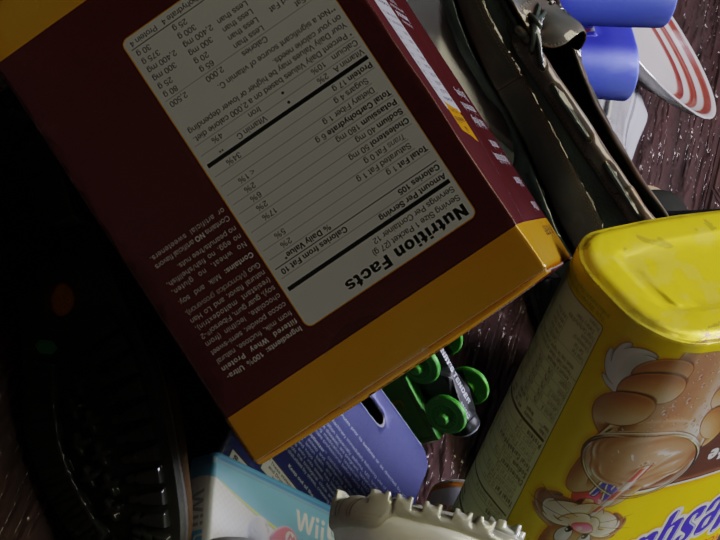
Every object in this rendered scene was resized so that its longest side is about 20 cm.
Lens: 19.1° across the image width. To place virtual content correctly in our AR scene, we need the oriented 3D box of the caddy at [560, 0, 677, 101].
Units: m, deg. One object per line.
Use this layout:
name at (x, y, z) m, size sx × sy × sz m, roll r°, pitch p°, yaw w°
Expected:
caddy at (0.112, -0.190, 1.226) m, size 0.105 × 0.142 × 0.200 m, roll 7°, pitch 53°, yaw -10°

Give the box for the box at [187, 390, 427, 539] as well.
box at (-0.034, 0.116, 0.965) m, size 0.121 × 0.032 × 0.200 m, roll 54°, pitch 38°, yaw -25°

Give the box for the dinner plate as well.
dinner plate at (0.166, -0.176, 1.404) m, size 0.200 × 0.024 × 0.200 m, roll 43°, pitch 25°, yaw -25°

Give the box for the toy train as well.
toy train at (0.000, 0.000, 1.060) m, size 0.200 × 0.056 × 0.042 m, roll 62°, pitch 38°, yaw -14°

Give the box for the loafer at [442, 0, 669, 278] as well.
loafer at (0.097, -0.096, 1.053) m, size 0.072 × 0.063 × 0.200 m, roll -25°, pitch 95°, yaw -58°

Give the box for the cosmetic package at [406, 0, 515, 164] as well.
cosmetic package at (0.026, -0.140, 1.129) m, size 0.085 × 0.107 × 0.200 m, roll 37°, pitch 43°, yaw -41°

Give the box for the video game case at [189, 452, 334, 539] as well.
video game case at (-0.026, 0.192, 0.896) m, size 0.143 × 0.018 × 0.200 m, roll 31°, pitch 51°, yaw -44°

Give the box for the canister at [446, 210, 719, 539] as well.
canister at (0.122, 0.076, 0.962) m, size 0.148 × 0.200 × 0.087 m, roll -9°, pitch 45°, yaw -38°

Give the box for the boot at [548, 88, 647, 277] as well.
boot at (0.117, -0.082, 1.283) m, size 0.096 × 0.073 × 0.200 m, roll 50°, pitch 28°, yaw -19°

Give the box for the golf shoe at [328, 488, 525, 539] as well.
golf shoe at (0.057, 0.166, 0.875) m, size 0.200 × 0.078 × 0.097 m, roll 38°, pitch 65°, yaw -23°

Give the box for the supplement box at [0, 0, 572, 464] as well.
supplement box at (-0.025, -0.049, 0.877) m, size 0.200 × 0.133 × 0.197 m, roll 57°, pitch 8°, yaw 3°

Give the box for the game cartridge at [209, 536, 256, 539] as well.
game cartridge at (-0.010, 0.204, 0.859) m, size 0.200 × 0.040 × 0.134 m, roll 47°, pitch 40°, yaw -25°

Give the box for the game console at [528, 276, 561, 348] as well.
game console at (0.181, 0.069, 1.183) m, size 0.200 × 0.176 × 0.117 m, roll 18°, pitch 59°, yaw -52°

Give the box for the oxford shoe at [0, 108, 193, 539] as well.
oxford shoe at (-0.097, 0.030, 0.881) m, size 0.084 × 0.073 × 0.201 m, roll 2°, pitch 72°, yaw -58°

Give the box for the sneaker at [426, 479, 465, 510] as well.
sneaker at (0.101, 0.169, 1.100) m, size 0.200 × 0.078 × 0.080 m, roll 35°, pitch 52°, yaw -41°

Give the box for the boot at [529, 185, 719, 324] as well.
boot at (0.202, -0.015, 1.300) m, size 0.078 × 0.138 × 0.200 m, roll 63°, pitch 32°, yaw -11°
